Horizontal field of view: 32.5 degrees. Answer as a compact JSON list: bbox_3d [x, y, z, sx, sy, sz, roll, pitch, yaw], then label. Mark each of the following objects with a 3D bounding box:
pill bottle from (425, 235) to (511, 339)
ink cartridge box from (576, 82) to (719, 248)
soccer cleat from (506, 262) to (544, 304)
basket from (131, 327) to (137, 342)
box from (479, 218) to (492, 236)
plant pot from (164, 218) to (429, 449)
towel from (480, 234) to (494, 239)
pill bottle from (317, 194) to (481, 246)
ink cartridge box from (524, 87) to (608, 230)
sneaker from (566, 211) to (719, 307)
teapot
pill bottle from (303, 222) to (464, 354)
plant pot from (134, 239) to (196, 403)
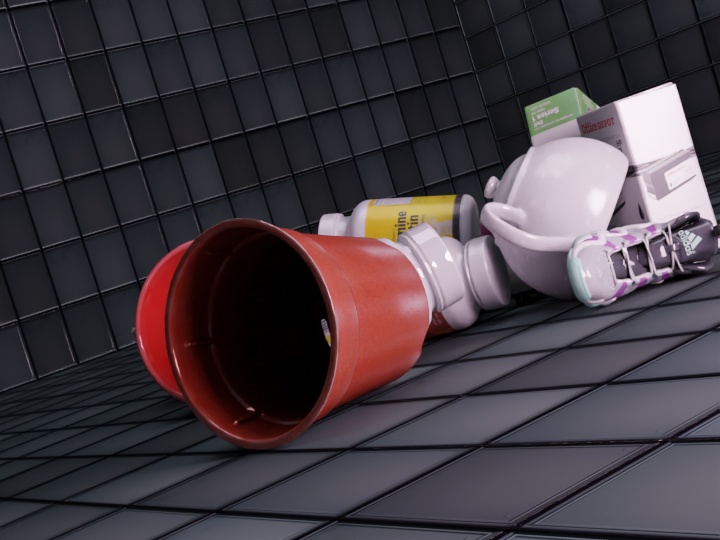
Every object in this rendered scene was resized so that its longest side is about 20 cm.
[{"bbox_3d":[0.073,0.026,1.471,0.198,0.113,0.112,-16,3,24],"label":"pill bottle"},{"bbox_3d":[0.344,-0.111,1.486,0.083,0.202,0.145,-17,2,-9],"label":"ink cartridge box"},{"bbox_3d":[0.230,-0.018,1.587,0.069,0.087,0.200,-16,3,23],"label":"soccer cleat"},{"bbox_3d":[-0.203,0.072,1.724,0.200,0.136,0.123,-39,6,-28],"label":"basket"},{"bbox_3d":[0.151,-0.016,1.958,0.174,0.098,0.200,-19,4,-24],"label":"box"},{"bbox_3d":[-0.045,0.049,1.156,0.199,0.203,0.194,-16,-5,35],"label":"plant pot"},{"bbox_3d":[0.139,-0.012,1.659,0.018,0.087,0.200,5,9,-22],"label":"towel"},{"bbox_3d":[0.051,-0.036,1.572,0.197,0.114,0.112,-3,6,14],"label":"pill bottle"},{"bbox_3d":[0.305,-0.125,1.683,0.083,0.202,0.144,-19,-20,27],"label":"ink cartridge box"},{"bbox_3d":[0.308,-0.023,1.267,0.139,0.079,0.199,-16,4,41],"label":"sneaker"},{"bbox_3d":[0.210,-0.070,1.410,0.145,0.199,0.200,21,-22,7],"label":"teapot"},{"bbox_3d":[0.007,0.037,1.343,0.199,0.115,0.114,-29,5,-10],"label":"pill bottle"},{"bbox_3d":[-0.156,0.065,1.543,0.198,0.203,0.177,-17,-8,15],"label":"plant pot"}]
